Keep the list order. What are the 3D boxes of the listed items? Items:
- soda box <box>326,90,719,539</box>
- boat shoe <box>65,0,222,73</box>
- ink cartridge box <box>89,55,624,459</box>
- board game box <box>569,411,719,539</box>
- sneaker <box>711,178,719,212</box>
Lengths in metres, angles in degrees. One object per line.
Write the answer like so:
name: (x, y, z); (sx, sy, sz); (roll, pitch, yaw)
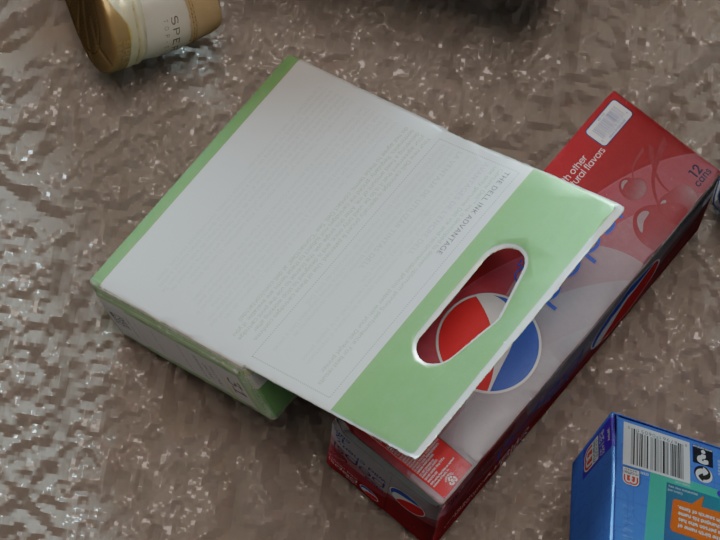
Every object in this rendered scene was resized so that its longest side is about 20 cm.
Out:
soda box: (0.071, 0.021, 1.119); (0.063, 0.070, 0.200); (38, 72, 11)
boat shoe: (-0.118, -0.185, 1.198); (0.069, 0.074, 0.201); (-12, 70, -20)
ink cartridge box: (0.000, 0.000, 1.095); (0.199, 0.048, 0.146); (27, 68, 35)
board game box: (0.157, 0.167, 1.027); (0.151, 0.045, 0.201); (18, 47, -13)
sneaker: (0.240, -0.096, 1.148); (0.080, 0.115, 0.199); (40, 72, 14)
